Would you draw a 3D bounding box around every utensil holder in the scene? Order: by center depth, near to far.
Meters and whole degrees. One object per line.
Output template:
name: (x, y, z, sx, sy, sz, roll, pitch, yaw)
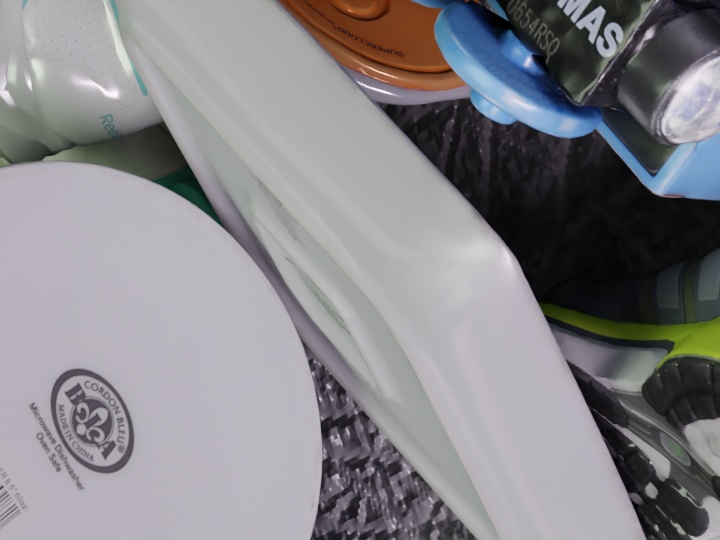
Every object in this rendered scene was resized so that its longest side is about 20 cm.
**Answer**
utensil holder: (-0.125, 0.062, 0.879, 0.200, 0.170, 0.171, -20, 84, 56)

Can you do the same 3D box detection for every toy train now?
toy train: (0.046, -0.100, 0.724, 0.087, 0.114, 0.200, -55, 54, 24)

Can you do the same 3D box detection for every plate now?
plate: (0.000, 0.000, 0.788, 0.200, 0.032, 0.200, 48, 171, 38)

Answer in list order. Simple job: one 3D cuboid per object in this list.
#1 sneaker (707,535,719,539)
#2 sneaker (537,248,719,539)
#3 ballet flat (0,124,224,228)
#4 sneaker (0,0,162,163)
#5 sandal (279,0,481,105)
sneaker: (0.122, 0.155, 0.726, 0.070, 0.080, 0.201, -39, 67, 52)
sneaker: (0.102, 0.022, 0.728, 0.074, 0.081, 0.200, 55, 165, -14)
ballet flat: (-0.103, -0.032, 0.981, 0.200, 0.067, 0.071, 12, 113, 52)
sneaker: (-0.085, -0.134, 0.930, 0.080, 0.070, 0.201, -11, 74, 14)
sandal: (-0.019, -0.140, 0.831, 0.207, 0.079, 0.059, 64, 144, 22)
